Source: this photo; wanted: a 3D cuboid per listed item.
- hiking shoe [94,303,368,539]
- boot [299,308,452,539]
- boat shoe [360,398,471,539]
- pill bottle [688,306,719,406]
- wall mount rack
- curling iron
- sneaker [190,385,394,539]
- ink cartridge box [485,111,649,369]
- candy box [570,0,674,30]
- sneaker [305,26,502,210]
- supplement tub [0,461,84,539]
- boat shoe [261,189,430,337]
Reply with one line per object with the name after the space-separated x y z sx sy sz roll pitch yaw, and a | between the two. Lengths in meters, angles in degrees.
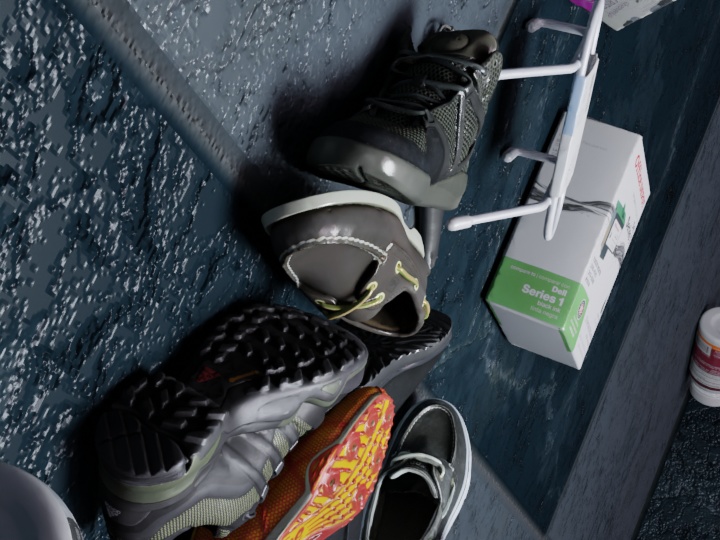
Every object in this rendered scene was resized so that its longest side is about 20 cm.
-0.072 0.089 0.682 0.199 0.075 0.102 -25 140 -49 | hiking shoe
-0.003 0.138 0.871 0.164 0.065 0.202 -27 130 -49 | boot
0.045 0.173 0.966 0.071 0.071 0.202 90 13 -49 | boat shoe
0.756 0.185 2.637 0.114 0.113 0.202 -51 151 -39 | pill bottle
0.131 -0.111 0.965 0.174 0.074 0.202 -52 153 -59 | wall mount rack
0.058 -0.082 0.888 0.050 0.025 0.202 -43 146 -44 | curling iron
-0.054 0.138 0.728 0.200 0.077 0.073 -47 144 -21 | sneaker
0.202 -0.028 1.195 0.202 0.083 0.146 -66 158 -11 | ink cartridge box
0.256 -0.308 1.021 0.202 0.061 0.136 -62 -171 -7 | candy box
0.029 -0.097 0.746 0.199 0.075 0.116 -7 113 -69 | sneaker
-0.151 0.179 0.484 0.123 0.121 0.202 -49 150 -41 | supplement tub
0.000 0.000 0.740 0.201 0.071 0.061 24 54 -69 | boat shoe
